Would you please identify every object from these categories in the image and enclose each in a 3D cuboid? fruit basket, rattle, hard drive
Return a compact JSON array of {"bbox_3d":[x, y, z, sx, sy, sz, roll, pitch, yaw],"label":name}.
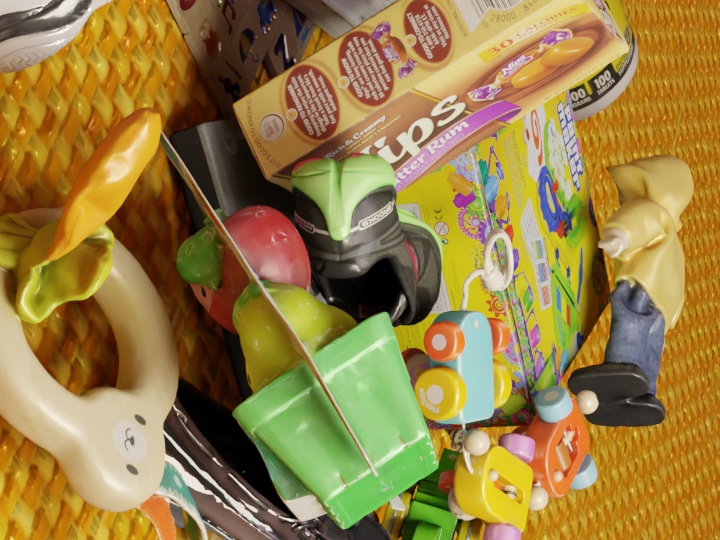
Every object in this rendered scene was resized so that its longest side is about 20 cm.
[{"bbox_3d":[-0.045,0.031,1.093,0.200,0.094,0.185,50,-5,13],"label":"fruit basket"},{"bbox_3d":[-0.093,0.045,1.034,0.201,0.142,0.130,64,19,9],"label":"rattle"},{"bbox_3d":[-0.042,0.009,1.280,0.139,0.033,0.202,-16,90,-64],"label":"hard drive"}]

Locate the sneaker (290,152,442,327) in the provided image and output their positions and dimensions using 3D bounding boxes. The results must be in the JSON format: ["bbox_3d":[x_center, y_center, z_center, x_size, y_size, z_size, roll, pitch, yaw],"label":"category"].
[{"bbox_3d":[0.000,0.000,1.225,0.200,0.076,0.085,48,41,-68],"label":"sneaker"}]

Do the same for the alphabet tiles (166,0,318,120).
[{"bbox_3d":[-0.067,-0.192,1.328,0.201,0.007,0.168,-68,145,-41],"label":"alphabet tiles"}]

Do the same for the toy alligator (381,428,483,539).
[{"bbox_3d":[0.048,0.151,1.376,0.200,0.059,0.055,-62,168,-70],"label":"toy alligator"}]

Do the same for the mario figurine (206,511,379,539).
[{"bbox_3d":[-0.053,0.182,1.258,0.123,0.106,0.200,39,28,-9],"label":"mario figurine"}]

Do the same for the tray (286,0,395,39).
[{"bbox_3d":[0.018,-0.183,1.387,0.022,0.107,0.200,55,11,23],"label":"tray"}]

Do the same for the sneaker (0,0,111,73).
[{"bbox_3d":[-0.135,-0.196,1.029,0.200,0.075,0.115,-46,133,-5],"label":"sneaker"}]

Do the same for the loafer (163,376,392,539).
[{"bbox_3d":[-0.050,0.115,1.166,0.199,0.063,0.072,29,25,-32],"label":"loafer"}]

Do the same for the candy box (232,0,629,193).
[{"bbox_3d":[0.041,-0.108,1.229,0.057,0.199,0.117,63,14,21],"label":"candy box"}]

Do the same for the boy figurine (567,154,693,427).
[{"bbox_3d":[0.186,0.000,1.491,0.124,0.064,0.202,53,40,-51],"label":"boy figurine"}]

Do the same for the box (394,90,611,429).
[{"bbox_3d":[0.071,-0.027,1.460,0.193,0.121,0.202,-48,128,-57],"label":"box"}]

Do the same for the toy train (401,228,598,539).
[{"bbox_3d":[0.078,0.080,1.319,0.151,0.055,0.201,-61,137,-41],"label":"toy train"}]

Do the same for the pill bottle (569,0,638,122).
[{"bbox_3d":[0.125,-0.210,1.610,0.200,0.111,0.113,57,38,-45],"label":"pill bottle"}]
